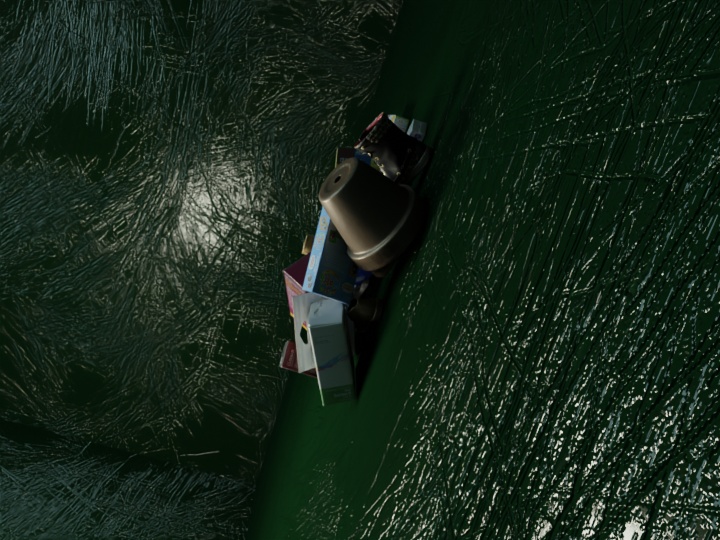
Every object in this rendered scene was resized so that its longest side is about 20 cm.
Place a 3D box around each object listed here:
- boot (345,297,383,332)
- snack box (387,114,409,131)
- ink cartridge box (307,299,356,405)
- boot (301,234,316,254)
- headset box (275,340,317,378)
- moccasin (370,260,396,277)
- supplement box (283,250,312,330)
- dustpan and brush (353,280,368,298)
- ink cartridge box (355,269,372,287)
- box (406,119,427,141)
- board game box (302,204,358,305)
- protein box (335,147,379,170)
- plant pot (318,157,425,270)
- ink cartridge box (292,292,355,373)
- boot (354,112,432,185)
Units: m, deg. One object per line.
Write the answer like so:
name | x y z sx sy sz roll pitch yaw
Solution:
boot | -0.001 0.101 1.382 0.200 0.074 0.075 122 159 -70
snack box | 0.098 -0.416 1.804 0.200 0.052 0.145 -104 30 -74
ink cartridge box | -0.065 0.187 1.339 0.146 0.085 0.205 -96 -5 -71
boot | -0.093 -0.084 1.937 0.176 0.196 0.067 -89 18 -62
headset box | -0.145 0.258 1.613 0.149 0.196 0.077 145 142 -76
moccasin | 0.060 -0.063 1.293 0.079 0.072 0.204 84 -169 -48
supplement box | -0.132 0.058 1.623 0.130 0.103 0.202 -36 -33 -26
dustpan and brush | -0.015 0.077 1.624 0.202 0.056 0.142 103 165 -55
ink cartridge box | 0.000 0.000 1.519 0.093 0.045 0.200 -36 4 -7
box | 0.120 -0.306 1.481 0.201 0.038 0.042 118 165 -57
board game box | -0.050 -0.038 1.271 0.150 0.036 0.205 24 -103 -55
protein box | 0.001 -0.177 1.471 0.200 0.131 0.204 84 -169 -75
plant pot | 0.009 -0.129 1.169 0.199 0.174 0.203 -36 31 25
ink cartridge box | -0.097 0.137 1.430 0.043 0.170 0.205 19 117 54
boot | 0.048 -0.237 1.275 0.200 0.149 0.074 -45 21 24
